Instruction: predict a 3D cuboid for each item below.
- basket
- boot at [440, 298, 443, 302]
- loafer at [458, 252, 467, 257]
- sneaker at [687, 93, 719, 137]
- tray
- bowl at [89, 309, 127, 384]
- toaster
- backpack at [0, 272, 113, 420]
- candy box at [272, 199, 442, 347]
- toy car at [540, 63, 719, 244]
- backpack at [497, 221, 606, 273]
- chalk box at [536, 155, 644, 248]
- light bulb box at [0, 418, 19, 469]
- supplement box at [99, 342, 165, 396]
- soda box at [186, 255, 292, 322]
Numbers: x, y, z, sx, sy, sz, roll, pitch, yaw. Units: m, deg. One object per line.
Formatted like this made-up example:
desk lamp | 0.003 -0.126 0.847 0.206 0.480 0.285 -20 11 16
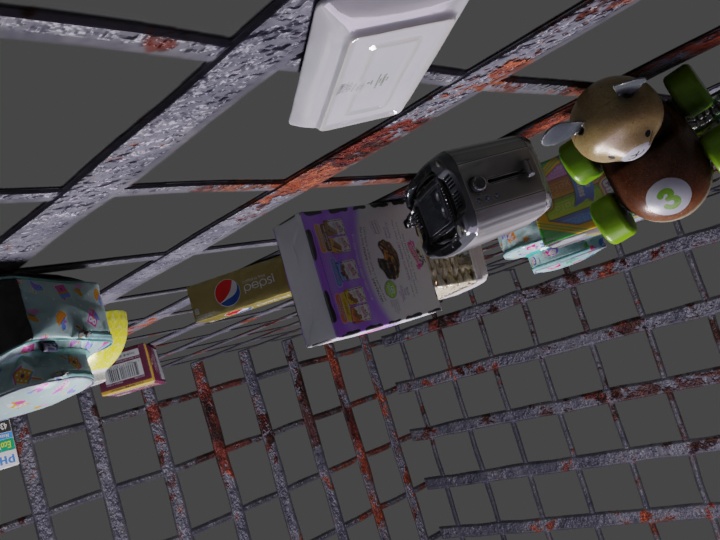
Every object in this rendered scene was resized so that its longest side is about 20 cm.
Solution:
basket | 0.119 -0.019 1.360 0.123 0.136 0.200 -11 172 -18
boot | 0.166 -0.001 1.577 0.077 0.138 0.200 -12 171 -33
loafer | 0.201 0.004 2.037 0.200 0.067 0.076 -31 180 -14
sneaker | 0.503 -0.210 1.052 0.085 0.078 0.200 -20 -174 -36
tray | 0.010 -0.142 0.544 0.107 0.022 0.200 -15 173 -12
bowl | -0.481 0.145 1.293 0.200 0.108 0.200 -16 173 -2
toaster | 0.140 -0.086 0.938 0.129 0.114 0.200 -17 172 -16
backpack | -0.384 0.084 0.878 0.176 0.153 0.200 -25 178 17
candy box | 0.000 0.000 1.048 0.200 0.168 0.072 -11 171 -42
toy car | 0.273 -0.136 0.786 0.164 0.158 0.200 -34 153 28
backpack | 0.359 -0.076 1.462 0.200 0.151 0.178 -12 175 0
chalk box | 0.358 -0.123 1.142 0.200 0.124 0.124 -21 171 22
light bulb box | -0.765 0.294 1.409 0.125 0.200 0.198 -21 172 35
supplement box | -0.577 0.251 1.936 0.131 0.103 0.200 -16 172 -9
soda box | -0.180 0.029 1.279 0.200 0.064 0.068 -19 173 12
